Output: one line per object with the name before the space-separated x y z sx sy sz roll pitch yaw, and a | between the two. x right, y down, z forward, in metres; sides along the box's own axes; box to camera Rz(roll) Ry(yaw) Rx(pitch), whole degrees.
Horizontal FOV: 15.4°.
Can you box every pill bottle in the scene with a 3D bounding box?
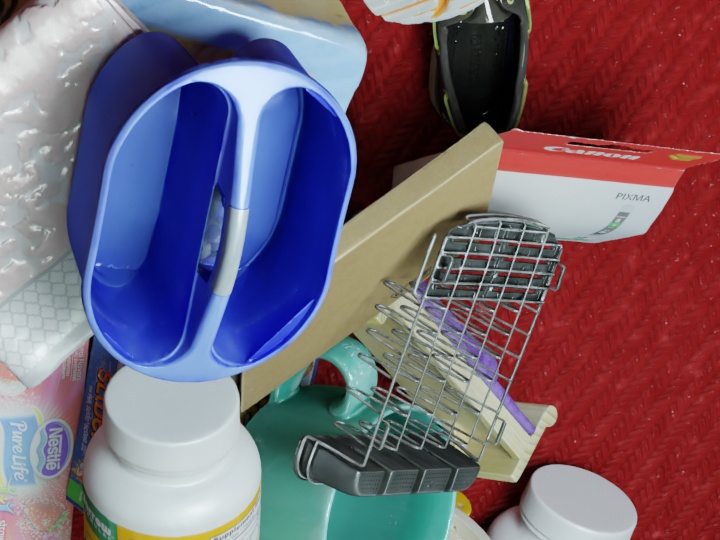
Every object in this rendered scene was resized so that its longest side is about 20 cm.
pill bottle | 0.131 0.249 1.988 0.112 0.113 0.200 8 119 -24
pill bottle | -0.119 0.153 1.684 0.113 0.113 0.200 -8 132 -14

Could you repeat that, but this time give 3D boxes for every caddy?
caddy | -0.081 -0.034 1.446 0.141 0.105 0.200 1 121 -20

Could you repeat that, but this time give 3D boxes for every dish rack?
dish rack | 0.051 0.053 1.693 0.153 0.054 0.200 3 112 -55

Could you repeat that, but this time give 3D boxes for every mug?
mug | -0.020 0.139 1.803 0.152 0.114 0.185 18 84 -54

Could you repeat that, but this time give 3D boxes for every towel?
towel | -0.173 -0.047 1.490 0.200 0.032 0.191 -38 125 7

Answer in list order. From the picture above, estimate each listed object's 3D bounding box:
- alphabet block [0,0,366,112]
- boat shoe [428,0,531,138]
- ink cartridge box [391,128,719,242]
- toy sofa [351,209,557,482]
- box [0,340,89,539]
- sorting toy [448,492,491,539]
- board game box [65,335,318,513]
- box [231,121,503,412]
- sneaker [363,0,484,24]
alphabet block | -0.136 -0.121 1.596 0.195 0.200 0.197 16 116 -26
boat shoe | 0.079 -0.172 1.722 0.072 0.061 0.202 -12 125 -11
ink cartridge box | 0.128 -0.052 1.745 0.161 0.200 0.050 5 86 -21
toy sofa | 0.052 0.049 1.821 0.200 0.083 0.098 50 59 -36
box | -0.240 0.091 1.763 0.094 0.103 0.200 -2 122 -17
sorting toy | -0.003 0.247 1.955 0.199 0.107 0.180 7 134 -7
board game box | -0.105 0.076 1.781 0.200 0.034 0.136 -23 135 -44
box | 0.000 0.000 1.643 0.200 0.021 0.164 -35 165 -15
sneaker | 0.015 -0.217 1.613 0.078 0.077 0.200 -20 144 26
